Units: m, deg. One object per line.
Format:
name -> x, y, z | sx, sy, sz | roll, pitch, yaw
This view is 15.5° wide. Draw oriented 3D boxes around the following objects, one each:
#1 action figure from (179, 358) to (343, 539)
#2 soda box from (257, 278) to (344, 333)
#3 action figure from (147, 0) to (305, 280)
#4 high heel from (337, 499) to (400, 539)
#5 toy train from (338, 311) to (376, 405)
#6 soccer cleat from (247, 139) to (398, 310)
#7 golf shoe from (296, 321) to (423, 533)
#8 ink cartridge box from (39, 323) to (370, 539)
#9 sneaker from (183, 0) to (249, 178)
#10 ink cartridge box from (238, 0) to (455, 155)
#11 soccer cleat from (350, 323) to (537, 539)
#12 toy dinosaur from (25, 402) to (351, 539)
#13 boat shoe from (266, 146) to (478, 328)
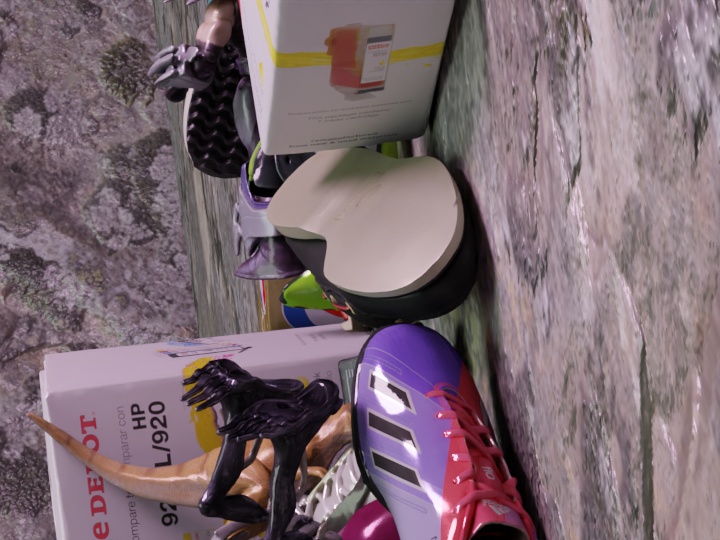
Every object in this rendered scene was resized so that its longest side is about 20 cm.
action figure -> -0.047, 0.143, 1.165 | 0.119, 0.102, 0.201 | 29, 130, 54
soda box -> -0.028, 0.027, 1.592 | 0.068, 0.064, 0.201 | -105, 11, -56
action figure -> -0.049, -0.098, 1.443 | 0.069, 0.130, 0.201 | 11, 114, 65
high heel -> 0.042, 0.201, 1.214 | 0.067, 0.096, 0.200 | -27, -93, -55
toy train -> 0.000, 0.000, 1.394 | 0.046, 0.034, 0.201 | -16, 79, 46
soccer cleat -> -0.020, -0.078, 1.344 | 0.068, 0.081, 0.201 | 125, 138, -80
golf shoe -> 0.009, 0.116, 1.276 | 0.077, 0.088, 0.201 | -103, 11, -54
ink cartridge box -> -0.073, 0.116, 1.473 | 0.145, 0.199, 0.148 | -147, 51, -81
sneaker -> -0.054, -0.153, 1.533 | 0.093, 0.070, 0.200 | -96, 20, -68
ink cartridge box -> -0.012, -0.157, 1.188 | 0.200, 0.083, 0.146 | 103, 159, -71
soccer cleat -> 0.044, 0.099, 1.099 | 0.073, 0.068, 0.201 | 121, 146, -50
toy dinosaur -> -0.066, 0.111, 1.367 | 0.060, 0.199, 0.107 | 39, -139, -68
boat shoe -> 0.016, -0.010, 1.216 | 0.063, 0.074, 0.201 | 48, 173, -18
